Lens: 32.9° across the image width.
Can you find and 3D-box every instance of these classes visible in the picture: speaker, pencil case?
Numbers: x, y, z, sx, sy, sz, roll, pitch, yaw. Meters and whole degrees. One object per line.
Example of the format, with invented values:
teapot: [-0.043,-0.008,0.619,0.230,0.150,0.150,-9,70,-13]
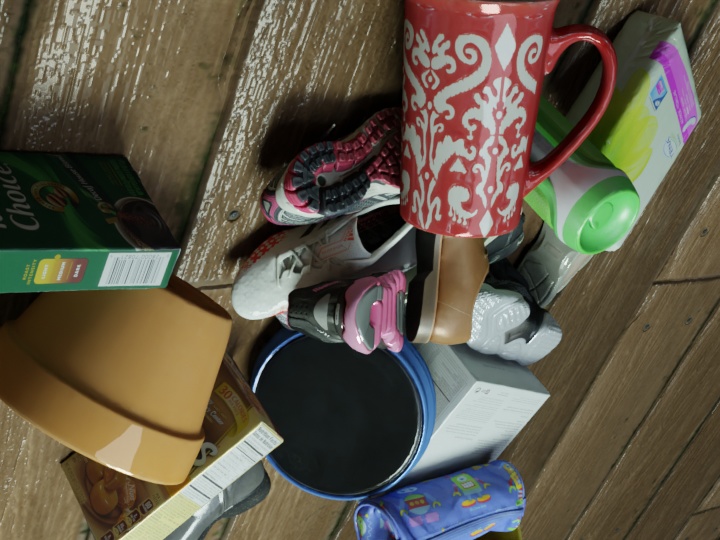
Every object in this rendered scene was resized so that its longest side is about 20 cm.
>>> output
speaker: [0.170,-0.106,1.132,0.088,0.201,0.089,-23,142,-20]
pencil case: [0.088,0.261,1.294,0.198,0.087,0.079,-11,115,-34]

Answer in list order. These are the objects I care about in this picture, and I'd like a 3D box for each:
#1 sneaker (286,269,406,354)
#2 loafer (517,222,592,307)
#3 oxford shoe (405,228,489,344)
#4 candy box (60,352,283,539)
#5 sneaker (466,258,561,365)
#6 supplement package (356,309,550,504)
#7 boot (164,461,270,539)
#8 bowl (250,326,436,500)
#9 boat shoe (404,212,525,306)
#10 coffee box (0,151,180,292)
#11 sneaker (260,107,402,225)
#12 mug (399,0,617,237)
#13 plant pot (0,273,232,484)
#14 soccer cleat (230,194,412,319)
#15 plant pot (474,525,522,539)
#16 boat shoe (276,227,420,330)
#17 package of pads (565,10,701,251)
sneaker: [-0.012,0.037,1.125,0.094,0.080,0.200,0,176,15]
loafer: [0.245,-0.039,1.393,0.063,0.072,0.201,-15,146,-53]
oxford shoe: [0.092,-0.029,1.167,0.070,0.071,0.203,8,92,-13]
candy box: [-0.187,0.179,1.198,0.199,0.116,0.055,-39,145,1]
sneaker: [0.140,0.032,1.325,0.075,0.114,0.199,-42,146,14]
supplement package: [0.072,0.153,1.366,0.151,0.151,0.201,15,118,-49]
boot: [-0.192,0.238,1.309,0.199,0.070,0.133,-38,143,-20]
bowl: [-0.021,0.141,1.249,0.201,0.200,0.039,-52,-178,18]
boat shoe: [0.090,-0.008,1.277,0.199,0.072,0.068,-33,143,-14]
coffee box: [-0.246,-0.038,0.911,0.198,0.123,0.044,0,131,-39]
sneaker: [-0.007,-0.094,1.110,0.198,0.082,0.074,-19,177,-41]
mug: [0.110,-0.134,1.024,0.133,0.176,0.203,-26,127,-52]
plant pot: [-0.198,0.066,1.020,0.199,0.199,0.141,29,92,-52]
soccer cleat: [-0.032,-0.018,1.136,0.198,0.085,0.069,-29,99,-14]
plant pot: [0.095,0.339,1.578,0.141,0.203,0.199,-31,152,34]
boat shoe: [0.000,0.000,1.218,0.199,0.070,0.066,-35,164,-14]
package of pads: [0.271,-0.138,1.252,0.201,0.068,0.155,-55,145,-14]
